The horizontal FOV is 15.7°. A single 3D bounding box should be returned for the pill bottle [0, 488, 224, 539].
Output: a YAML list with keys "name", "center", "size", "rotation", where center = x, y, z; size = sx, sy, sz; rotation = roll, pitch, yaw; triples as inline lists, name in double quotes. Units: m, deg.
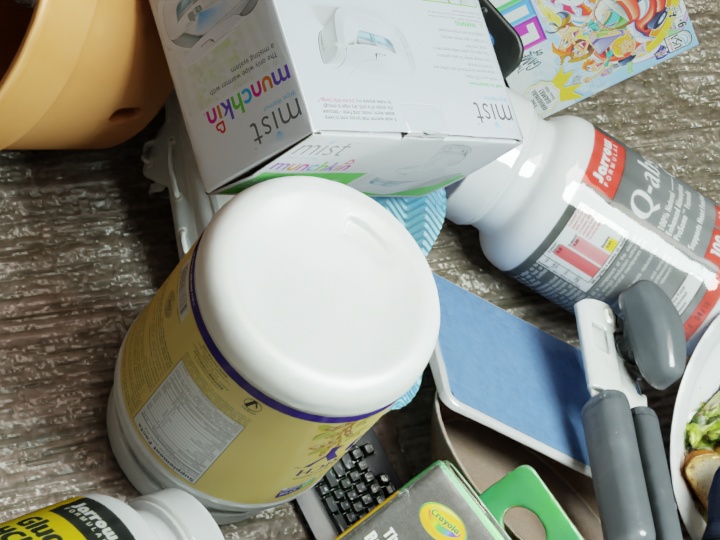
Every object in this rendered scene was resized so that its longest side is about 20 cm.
- name: "pill bottle"
  center: [-0.170, 0.187, 1.410]
  size: [0.199, 0.112, 0.113]
  rotation: [-19, 75, -38]

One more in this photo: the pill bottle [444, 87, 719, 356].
- name: "pill bottle"
  center: [0.151, -0.032, 1.738]
  size: [0.199, 0.116, 0.116]
  rotation: [31, 52, -14]

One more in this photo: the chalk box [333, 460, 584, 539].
- name: "chalk box"
  center: [0.033, 0.194, 1.482]
  size: [0.200, 0.124, 0.125]
  rotation: [-35, 84, -14]

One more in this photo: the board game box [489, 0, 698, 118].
- name: "board game box"
  center: [0.137, -0.203, 1.755]
  size: [0.034, 0.134, 0.200]
  rotation: [-110, 173, -47]

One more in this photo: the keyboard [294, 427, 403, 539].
- name: "keyboard"
  center: [0.042, 0.183, 1.609]
  size: [0.127, 0.021, 0.201]
  rotation: [-19, 76, -38]

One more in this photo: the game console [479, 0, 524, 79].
- name: "game console"
  center: [-0.028, -0.149, 1.691]
  size: [0.200, 0.116, 0.176]
  rotation: [48, 49, 0]

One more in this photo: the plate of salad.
- name: "plate of salad"
  center: [0.283, 0.107, 1.738]
  size: [0.199, 0.048, 0.201]
  rotation: [-5, 98, -39]

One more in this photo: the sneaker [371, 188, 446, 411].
- name: "sneaker"
  center: [0.000, 0.000, 1.635]
  size: [0.076, 0.081, 0.201]
  rotation: [22, 62, -25]

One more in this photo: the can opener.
- name: "can opener"
  center: [0.175, 0.091, 1.621]
  size: [0.053, 0.067, 0.201]
  rotation: [28, 38, -33]

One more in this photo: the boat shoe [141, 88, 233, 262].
- name: "boat shoe"
  center: [-0.102, -0.062, 1.628]
  size: [0.072, 0.068, 0.201]
  rotation: [17, 55, -72]

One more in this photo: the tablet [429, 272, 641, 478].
- name: "tablet"
  center: [0.118, 0.079, 1.677]
  size: [0.199, 0.014, 0.130]
  rotation: [27, 31, -29]

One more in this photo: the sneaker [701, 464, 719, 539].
- name: "sneaker"
  center: [0.224, 0.222, 1.641]
  size: [0.108, 0.070, 0.201]
  rotation: [-8, 93, -32]

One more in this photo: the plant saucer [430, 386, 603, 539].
- name: "plant saucer"
  center: [0.114, 0.146, 1.621]
  size: [0.200, 0.035, 0.201]
  rotation: [37, 21, -17]

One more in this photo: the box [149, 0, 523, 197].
- name: "box"
  center: [-0.016, -0.140, 1.533]
  size: [0.199, 0.096, 0.177]
  rotation: [-2, 71, -51]

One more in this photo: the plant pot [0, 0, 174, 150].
- name: "plant pot"
  center: [-0.196, -0.153, 1.553]
  size: [0.140, 0.200, 0.201]
  rotation: [16, 54, -45]

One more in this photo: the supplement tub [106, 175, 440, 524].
- name: "supplement tub"
  center: [-0.057, 0.052, 1.497]
  size: [0.145, 0.200, 0.146]
  rotation: [12, 58, -20]
